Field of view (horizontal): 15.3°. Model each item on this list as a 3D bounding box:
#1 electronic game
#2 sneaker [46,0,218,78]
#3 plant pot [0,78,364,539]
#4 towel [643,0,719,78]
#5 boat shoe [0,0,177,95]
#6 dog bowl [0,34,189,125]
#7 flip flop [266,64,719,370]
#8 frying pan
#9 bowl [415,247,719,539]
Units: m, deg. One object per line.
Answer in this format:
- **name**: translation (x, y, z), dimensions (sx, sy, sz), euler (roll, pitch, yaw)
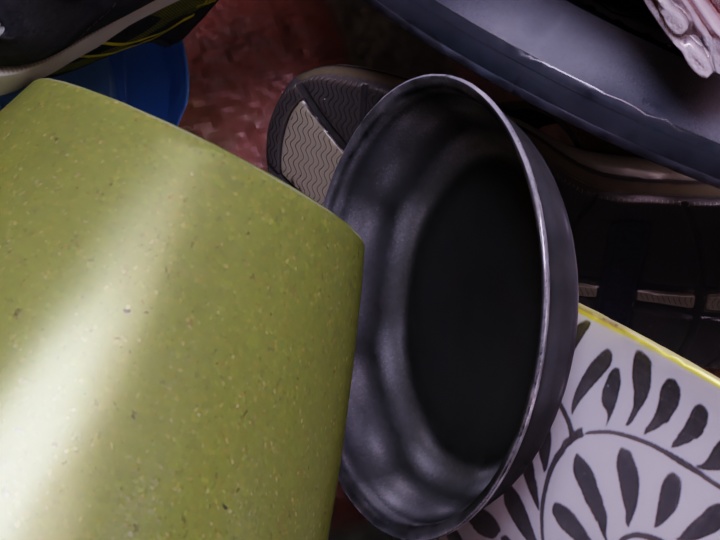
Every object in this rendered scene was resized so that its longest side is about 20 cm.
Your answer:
- **electronic game**: translation (0.077, -0.066, 0.802), dimensions (0.199, 0.200, 0.042), euler (26, 106, 3)
- **sneaker**: translation (-0.110, -0.082, 0.746), dimensions (0.199, 0.085, 0.075), euler (-7, 62, -27)
- **plant pot**: translation (-0.082, 0.063, 0.653), dimensions (0.186, 0.187, 0.201), euler (26, 83, 3)
- **towel**: translation (0.036, -0.144, 0.753), dimensions (0.191, 0.200, 0.032), euler (44, 104, -11)
- **boat shoe**: translation (-0.048, -0.115, 0.697), dimensions (0.072, 0.068, 0.200), euler (42, 43, 3)
- **dog bowl**: translation (-0.106, -0.007, 0.795), dimensions (0.111, 0.050, 0.201), euler (0, 63, -11)
- **flip flop**: translation (0.068, -0.020, 0.827), dimensions (0.199, 0.081, 0.058), euler (10, 33, -4)
- **frying pan**: translation (0.001, 0.017, 0.696), dimensions (0.031, 0.190, 0.116), euler (4, 77, -29)
- **bowl**: translation (0.081, 0.083, 0.729), dimensions (0.200, 0.201, 0.094), euler (29, 86, 4)
